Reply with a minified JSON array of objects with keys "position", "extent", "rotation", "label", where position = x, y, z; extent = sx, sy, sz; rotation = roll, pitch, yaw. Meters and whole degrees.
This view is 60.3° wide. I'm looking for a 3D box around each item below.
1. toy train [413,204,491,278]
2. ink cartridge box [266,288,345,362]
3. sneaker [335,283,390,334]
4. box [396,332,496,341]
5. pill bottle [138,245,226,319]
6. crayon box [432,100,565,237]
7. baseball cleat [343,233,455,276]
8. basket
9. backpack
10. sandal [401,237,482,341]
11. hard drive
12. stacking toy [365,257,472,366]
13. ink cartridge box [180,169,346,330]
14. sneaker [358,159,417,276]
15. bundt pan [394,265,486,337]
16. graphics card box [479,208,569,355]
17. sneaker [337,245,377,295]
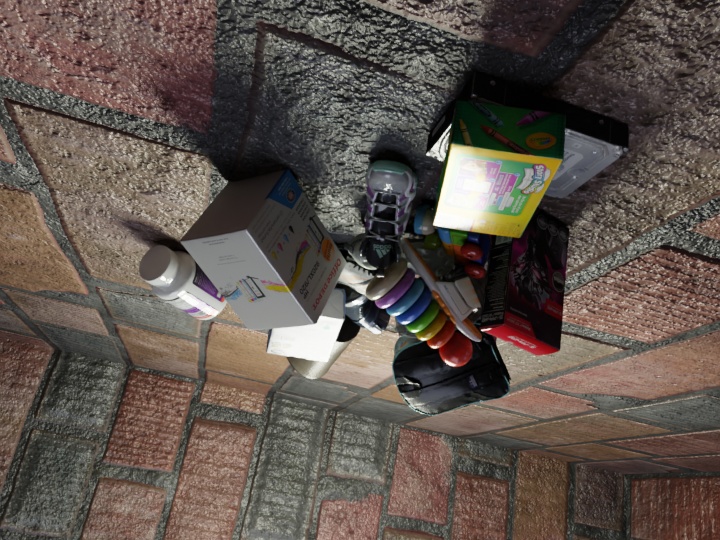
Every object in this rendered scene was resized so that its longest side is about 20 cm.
[{"position":[0.155,-0.038,1.003],"extent":[0.115,0.085,0.200],"rotation":[14,161,20],"label":"toy train"},{"position":[-0.117,0.115,1.269],"extent":[0.136,0.077,0.201],"rotation":[10,138,-9],"label":"ink cartridge box"},{"position":[0.017,0.073,1.320],"extent":[0.146,0.077,0.202],"rotation":[30,163,-17],"label":"sneaker"},{"position":[0.185,0.104,1.304],"extent":[0.199,0.103,0.095],"rotation":[1,157,20],"label":"box"},{"position":[-0.388,0.025,1.364],"extent":[0.111,0.112,0.200],"rotation":[0,156,25],"label":"pill bottle"},{"position":[0.156,-0.112,0.737],"extent":[0.118,0.059,0.200],"rotation":[9,159,4],"label":"crayon box"},{"position":[0.067,-0.036,1.080],"extent":[0.199,0.070,0.106],"rotation":[9,-164,-31],"label":"baseball cleat"},{"position":[-0.089,0.146,1.471],"extent":[0.135,0.181,0.200],"rotation":[-7,162,-30],"label":"basket"},{"position":[0.160,0.170,1.172],"extent":[0.199,0.153,0.177],"rotation":[-25,109,7],"label":"backpack"},{"position":[0.141,0.020,0.983],"extent":[0.059,0.207,0.079],"rotation":[-37,176,11],"label":"sandal"},{"position":[0.195,-0.154,0.746],"extent":[0.199,0.038,0.140],"rotation":[15,159,-13],"label":"hard drive"},{"position":[0.103,0.075,0.993],"extent":[0.200,0.085,0.085],"rotation":[45,150,-9],"label":"stacking toy"},{"position":[-0.145,-0.027,0.981],"extent":[0.144,0.148,0.200],"rotation":[-7,130,34],"label":"ink cartridge box"},{"position":[0.037,-0.061,0.907],"extent":[0.077,0.141,0.200],"rotation":[8,159,8],"label":"sneaker"},{"position":[0.147,0.047,1.116],"extent":[0.201,0.076,0.202],"rotation":[-18,-172,3],"label":"bundt pan"},{"position":[0.243,0.009,0.905],"extent":[0.125,0.201,0.051],"rotation":[24,155,-29],"label":"graphics card box"},{"position":[0.000,0.000,1.173],"extent":[0.199,0.074,0.080],"rotation":[12,157,-4],"label":"sneaker"}]
